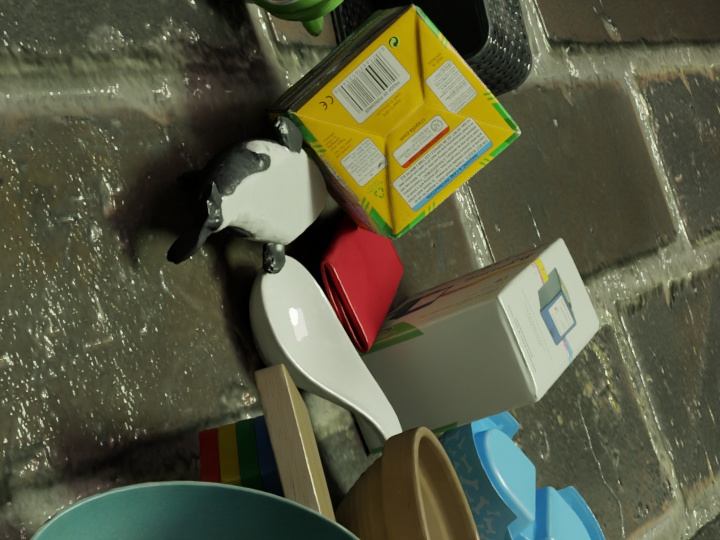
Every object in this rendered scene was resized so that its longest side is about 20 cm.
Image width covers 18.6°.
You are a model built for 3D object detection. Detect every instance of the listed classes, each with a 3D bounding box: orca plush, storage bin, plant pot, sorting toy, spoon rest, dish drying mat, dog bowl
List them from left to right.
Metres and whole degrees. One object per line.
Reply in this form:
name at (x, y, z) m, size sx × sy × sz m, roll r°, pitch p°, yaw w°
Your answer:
plant pot at (-0.086, 0.222, 1.155) m, size 0.200 × 0.199 × 0.135 m, roll -60°, pitch 161°, yaw -61°
orca plush at (-0.091, -0.045, 1.491) m, size 0.200 × 0.071 × 0.106 m, roll -45°, pitch 136°, yaw -60°
sorting toy at (-0.047, 0.174, 1.325) m, size 0.199 × 0.069 × 0.201 m, roll 77°, pitch -1°, yaw -79°
spoon rest at (-0.020, 0.080, 1.546) m, size 0.201 × 0.060 × 0.099 m, roll 65°, pitch 23°, yaw -14°
dish drying mat at (0.000, 0.000, 1.673) m, size 0.200 × 0.018 × 0.077 m, roll -63°, pitch 130°, yaw -72°
plant pot at (0.028, 0.213, 1.485) m, size 0.201 × 0.092 × 0.202 m, roll -16°, pitch 90°, yaw -79°
storage bin at (0.053, -0.241, 1.870) m, size 0.094 × 0.135 × 0.201 m, roll 25°, pitch 50°, yaw -59°
dog bowl at (0.126, 0.191, 1.728) m, size 0.200 × 0.049 × 0.112 m, roll 49°, pitch 25°, yaw -25°

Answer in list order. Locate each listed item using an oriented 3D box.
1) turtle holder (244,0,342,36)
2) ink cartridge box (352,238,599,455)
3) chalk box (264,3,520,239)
turtle holder at (-0.058, -0.283, 1.654) m, size 0.131 × 0.141 × 0.186 m, roll 24°, pitch 58°, yaw -38°
ink cartridge box at (0.086, 0.056, 1.696) m, size 0.088 × 0.145 × 0.200 m, roll 68°, pitch 24°, yaw -4°
chalk box at (0.017, -0.110, 1.627) m, size 0.124 × 0.124 × 0.200 m, roll 49°, pitch -3°, yaw -8°
